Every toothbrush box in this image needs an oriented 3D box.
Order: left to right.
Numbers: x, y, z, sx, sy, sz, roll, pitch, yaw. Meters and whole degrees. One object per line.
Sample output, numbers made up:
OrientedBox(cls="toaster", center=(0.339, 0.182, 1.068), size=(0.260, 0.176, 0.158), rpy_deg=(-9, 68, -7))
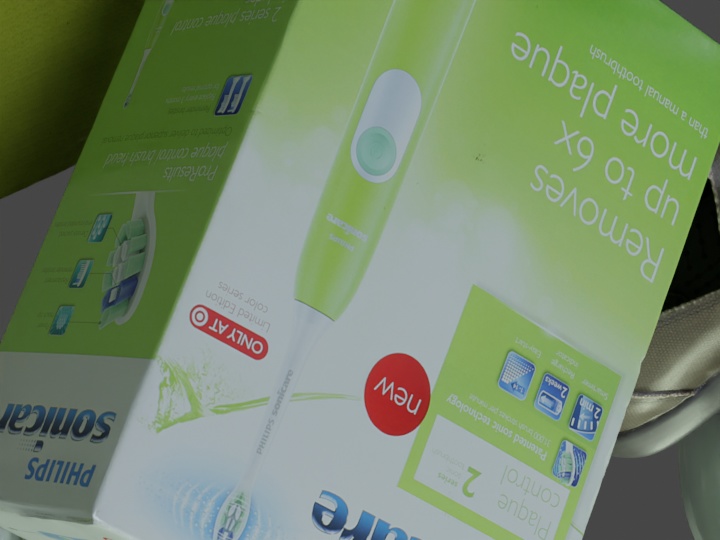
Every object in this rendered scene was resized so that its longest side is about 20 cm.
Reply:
OrientedBox(cls="toothbrush box", center=(0.000, 0.000, 0.705), size=(0.145, 0.086, 0.200), rpy_deg=(31, 73, -32))

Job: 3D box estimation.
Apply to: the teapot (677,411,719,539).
OrientedBox(cls="teapot", center=(0.175, 0.061, 0.884), size=(0.198, 0.146, 0.200), rpy_deg=(51, 59, -32))

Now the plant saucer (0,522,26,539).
OrientedBox(cls="plant saucer", center=(-0.033, 0.074, 0.763), size=(0.200, 0.050, 0.201), rpy_deg=(0, 90, -36))

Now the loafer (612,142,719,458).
OrientedBox(cls="loafer", center=(0.126, -0.023, 0.784), size=(0.200, 0.073, 0.071), rpy_deg=(-46, 138, 10))

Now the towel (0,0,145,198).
OrientedBox(cls="towel", center=(-0.104, -0.109, 0.725), size=(0.086, 0.018, 0.200), rpy_deg=(-25, 132, -17))
